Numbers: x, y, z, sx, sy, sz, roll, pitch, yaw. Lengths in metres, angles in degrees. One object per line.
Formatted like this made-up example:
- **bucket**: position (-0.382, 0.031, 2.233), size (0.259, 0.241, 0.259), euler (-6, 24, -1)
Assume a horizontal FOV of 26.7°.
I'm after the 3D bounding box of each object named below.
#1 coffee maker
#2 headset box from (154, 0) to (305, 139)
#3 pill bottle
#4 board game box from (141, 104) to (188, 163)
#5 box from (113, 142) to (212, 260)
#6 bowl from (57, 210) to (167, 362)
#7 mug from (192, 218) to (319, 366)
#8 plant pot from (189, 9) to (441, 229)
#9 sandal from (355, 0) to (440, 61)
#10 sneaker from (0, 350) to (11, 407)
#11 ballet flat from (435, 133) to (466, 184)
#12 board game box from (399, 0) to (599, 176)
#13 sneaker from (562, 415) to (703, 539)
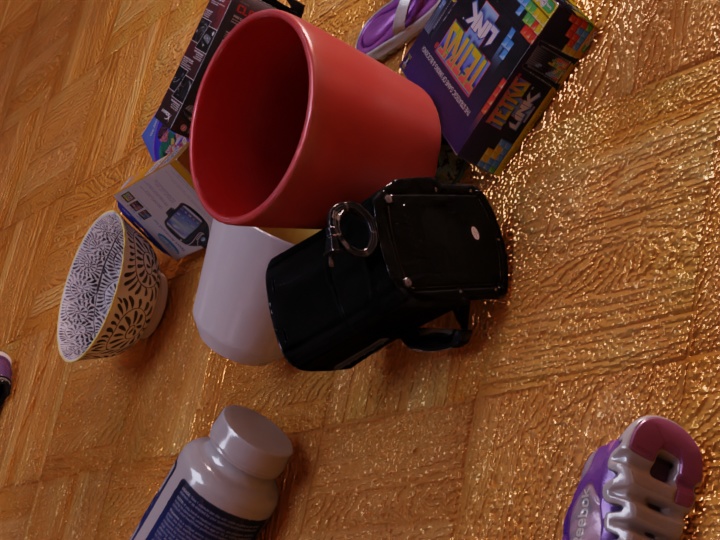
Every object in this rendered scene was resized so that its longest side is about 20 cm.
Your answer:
- **coffee maker**: position (0.000, 0.000, 1.350), size (0.199, 0.191, 0.136), euler (-31, 44, 47)
- **headset box**: position (-0.131, -0.234, 1.797), size (0.202, 0.148, 0.077), euler (-62, 29, 6)
- **pill bottle**: position (-0.150, 0.240, 1.518), size (0.201, 0.110, 0.111), euler (-58, 29, 15)
- **board game box**: position (-0.203, -0.208, 1.982), size (0.201, 0.044, 0.135), euler (-53, 43, 24)
- **box**: position (-0.223, -0.081, 1.870), size (0.199, 0.119, 0.042), euler (-17, 30, 55)
- **bowl**: position (-0.308, 0.033, 1.957), size (0.200, 0.093, 0.203), euler (-38, 43, 46)
- **mug**: position (-0.093, 0.012, 1.601), size (0.149, 0.186, 0.155), euler (33, 110, 29)
- **plant pot**: position (-0.035, -0.124, 1.402), size (0.199, 0.176, 0.203), euler (-17, 69, 49)
- **sandal**: position (0.051, -0.293, 1.630), size (0.202, 0.049, 0.083), euler (-43, 36, 37)
- **sneaker**: position (-0.611, 0.221, 2.374), size (0.201, 0.075, 0.088), euler (-53, 37, 24)
- **ballet flat**: position (0.030, -0.118, 1.518), size (0.199, 0.074, 0.075), euler (16, 83, 62)
- **board game box**: position (0.125, -0.210, 1.435), size (0.166, 0.056, 0.201), euler (-55, 30, 18)
- **sneaker**: position (0.170, 0.200, 1.038), size (0.088, 0.080, 0.202), euler (-21, 47, 61)
